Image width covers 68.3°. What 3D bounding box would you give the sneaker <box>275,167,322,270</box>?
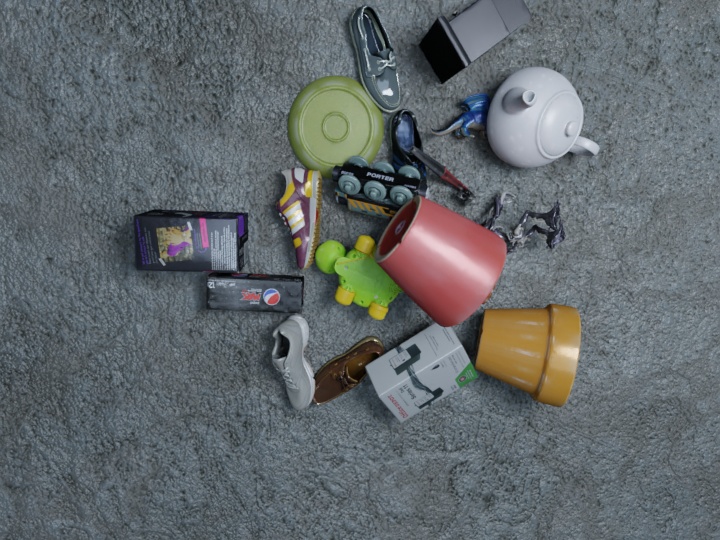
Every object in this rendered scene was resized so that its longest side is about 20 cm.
[{"bbox_3d":[-0.129,-0.104,1.080,0.088,0.075,0.205,6,94,4],"label":"sneaker"}]

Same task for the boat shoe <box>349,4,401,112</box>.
[{"bbox_3d":[0.034,-0.407,1.023,0.072,0.062,0.203,-23,100,-15],"label":"boat shoe"}]

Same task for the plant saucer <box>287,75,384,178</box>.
[{"bbox_3d":[-0.049,-0.286,1.064,0.195,0.031,0.204,-1,100,-3],"label":"plant saucer"}]

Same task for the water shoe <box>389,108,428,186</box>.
[{"bbox_3d":[0.095,-0.216,1.059,0.070,0.079,0.204,-13,101,0],"label":"water shoe"}]

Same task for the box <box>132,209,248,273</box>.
[{"bbox_3d":[-0.327,-0.060,1.047,0.195,0.122,0.108,2,102,-3],"label":"box"}]

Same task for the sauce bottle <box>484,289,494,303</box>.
[{"bbox_3d":[0.185,0.003,1.114,0.197,0.066,0.067,26,99,-5],"label":"sauce bottle"}]

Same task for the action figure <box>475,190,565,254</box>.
[{"bbox_3d":[0.310,-0.089,1.083,0.197,0.103,0.119,-3,137,36],"label":"action figure"}]

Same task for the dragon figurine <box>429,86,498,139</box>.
[{"bbox_3d":[0.225,-0.315,1.056,0.196,0.059,0.102,-3,99,-7],"label":"dragon figurine"}]

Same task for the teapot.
[{"bbox_3d":[0.347,-0.277,0.997,0.198,0.146,0.200,-29,126,-19],"label":"teapot"}]

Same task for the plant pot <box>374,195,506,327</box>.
[{"bbox_3d":[0.134,-0.028,0.965,0.176,0.201,0.202,34,98,-14],"label":"plant pot"}]

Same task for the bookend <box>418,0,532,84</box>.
[{"bbox_3d":[0.222,-0.449,0.961,0.197,0.200,0.093,-35,101,5],"label":"bookend"}]

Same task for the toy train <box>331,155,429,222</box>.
[{"bbox_3d":[0.037,-0.151,1.046,0.196,0.086,0.115,14,143,11],"label":"toy train"}]

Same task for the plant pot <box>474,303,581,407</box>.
[{"bbox_3d":[0.334,0.160,1.096,0.179,0.200,0.205,10,101,11],"label":"plant pot"}]

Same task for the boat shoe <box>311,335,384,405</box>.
[{"bbox_3d":[-0.032,0.220,1.141,0.199,0.068,0.072,-39,100,5],"label":"boat shoe"}]

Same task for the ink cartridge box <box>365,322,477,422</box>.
[{"bbox_3d":[0.128,0.212,1.109,0.198,0.084,0.147,-32,136,4],"label":"ink cartridge box"}]

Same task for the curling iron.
[{"bbox_3d":[0.168,-0.189,1.049,0.026,0.050,0.199,-43,127,18],"label":"curling iron"}]

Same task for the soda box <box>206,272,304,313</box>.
[{"bbox_3d":[-0.216,0.045,1.102,0.195,0.063,0.072,3,101,-3],"label":"soda box"}]

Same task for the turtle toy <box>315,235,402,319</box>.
[{"bbox_3d":[0.000,0.000,1.084,0.197,0.101,0.148,23,97,-6],"label":"turtle toy"}]

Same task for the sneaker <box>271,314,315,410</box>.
[{"bbox_3d":[-0.151,0.201,1.111,0.074,0.092,0.204,-2,98,29],"label":"sneaker"}]
